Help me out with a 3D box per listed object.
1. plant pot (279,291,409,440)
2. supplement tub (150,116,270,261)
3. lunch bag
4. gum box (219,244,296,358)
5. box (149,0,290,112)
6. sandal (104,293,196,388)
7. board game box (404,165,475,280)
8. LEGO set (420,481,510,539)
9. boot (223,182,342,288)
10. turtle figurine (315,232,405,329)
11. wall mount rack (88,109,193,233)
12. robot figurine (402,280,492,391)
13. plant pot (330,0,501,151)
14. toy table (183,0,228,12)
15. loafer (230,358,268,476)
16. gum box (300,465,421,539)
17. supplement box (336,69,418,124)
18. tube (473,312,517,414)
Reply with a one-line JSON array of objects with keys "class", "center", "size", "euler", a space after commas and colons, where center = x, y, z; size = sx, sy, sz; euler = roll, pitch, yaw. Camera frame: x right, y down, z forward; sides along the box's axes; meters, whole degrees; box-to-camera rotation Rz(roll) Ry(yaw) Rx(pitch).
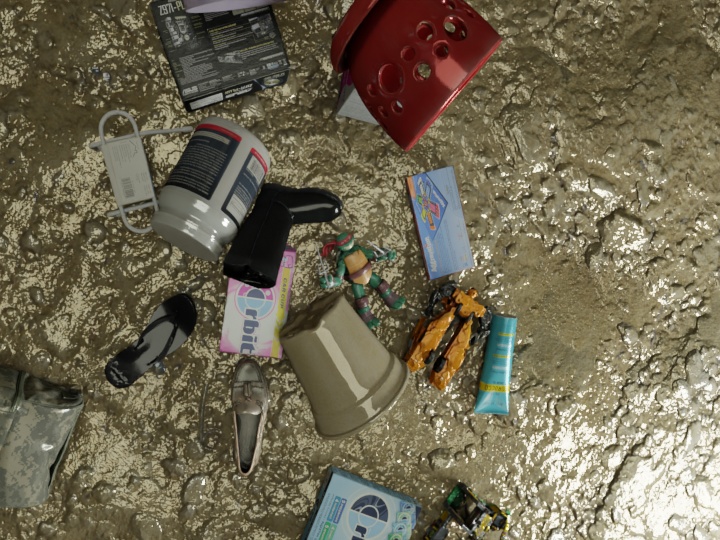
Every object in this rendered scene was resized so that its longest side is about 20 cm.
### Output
[{"class": "plant pot", "center": [-0.043, 0.150, 0.978], "size": [0.198, 0.200, 0.186], "euler": [-35, 105, -8]}, {"class": "supplement tub", "center": [-0.247, -0.135, 0.939], "size": [0.138, 0.140, 0.204], "euler": [28, 71, -12]}, {"class": "lunch bag", "center": [-0.560, 0.273, 0.910], "size": [0.165, 0.139, 0.205], "euler": [23, 90, -29]}, {"class": "gum box", "center": [-0.185, 0.047, 1.018], "size": [0.110, 0.066, 0.207], "euler": [8, 91, -12]}, {"class": "box", "center": [-0.239, -0.391, 0.976], "size": [0.195, 0.086, 0.168], "euler": [-21, 96, -11]}, {"class": "sandal", "center": [-0.363, 0.129, 0.994], "size": [0.076, 0.043, 0.201], "euler": [43, 83, -11]}, {"class": "board game box", "center": [0.157, -0.093, 1.112], "size": [0.100, 0.019, 0.206], "euler": [-15, 96, -13]}, {"class": "LEGO set", "center": [0.213, 0.529, 1.101], "size": [0.199, 0.116, 0.155], "euler": [-43, 100, -7]}, {"class": "boot", "center": [-0.128, -0.058, 0.958], "size": [0.159, 0.203, 0.067], "euler": [7, 135, 10]}, {"class": "turtle figurine", "center": [0.000, 0.000, 1.041], "size": [0.147, 0.101, 0.203], "euler": [-28, 113, 3]}, {"class": "wall mount rack", "center": [-0.362, -0.173, 0.970], "size": [0.169, 0.075, 0.206], "euler": [-14, 96, -8]}, {"class": "robot figurine", "center": [0.169, 0.121, 1.104], "size": [0.143, 0.058, 0.203], "euler": [34, 86, -12]}, {"class": "plant pot", "center": [0.071, -0.306, 0.792], "size": [0.183, 0.200, 0.201], "euler": [45, 83, -2]}, {"class": "toy table", "center": [-0.181, -0.473, 0.863], "size": [0.195, 0.183, 0.121], "euler": [-17, 111, -23]}, {"class": "loafer", "center": [-0.202, 0.267, 1.026], "size": [0.069, 0.063, 0.207], "euler": [1, 92, -11]}, {"class": "gum box", "center": [-0.002, 0.498, 1.090], "size": [0.195, 0.044, 0.174], "euler": [24, 87, -12]}, {"class": "supplement box", "center": [0.026, -0.332, 0.980], "size": [0.100, 0.200, 0.105], "euler": [9, 90, -11]}, {"class": "tube", "center": [0.277, 0.190, 1.142], "size": [0.075, 0.050, 0.207], "euler": [6, 96, -5]}]
